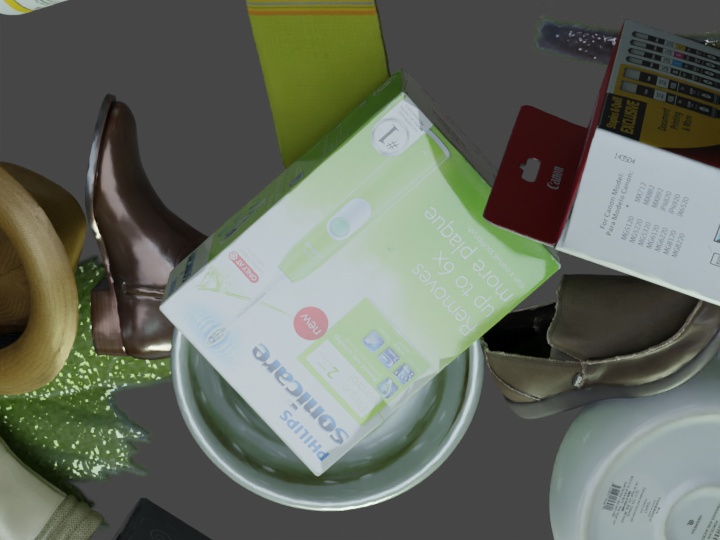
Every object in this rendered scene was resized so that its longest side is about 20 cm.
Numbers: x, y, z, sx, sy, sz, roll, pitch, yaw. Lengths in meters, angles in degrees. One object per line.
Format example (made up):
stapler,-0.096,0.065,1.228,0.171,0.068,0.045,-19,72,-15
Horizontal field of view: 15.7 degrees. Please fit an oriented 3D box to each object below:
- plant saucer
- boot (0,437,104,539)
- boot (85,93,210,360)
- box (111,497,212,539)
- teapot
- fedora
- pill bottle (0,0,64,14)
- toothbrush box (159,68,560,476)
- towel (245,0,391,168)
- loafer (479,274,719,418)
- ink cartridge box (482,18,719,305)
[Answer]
plant saucer,-0.020,0.053,1.676,0.199,0.050,0.201,0,104,1
boot,-0.287,0.199,1.840,0.155,0.073,0.200,38,110,-3
boot,-0.076,-0.024,1.709,0.199,0.064,0.187,2,113,7
box,-0.162,0.282,1.832,0.122,0.106,0.200,32,115,-4
teapot,0.205,0.136,1.671,0.200,0.146,0.198,-26,110,4
fedora,-0.241,-0.016,1.716,0.200,0.082,0.201,23,130,30
pill bottle,-0.187,-0.223,1.612,0.199,0.112,0.113,-15,110,17
toothbrush box,0.000,0.000,1.593,0.200,0.086,0.146,-40,101,11
towel,-0.025,-0.144,1.636,0.086,0.018,0.200,2,133,16
loafer,0.146,0.037,1.591,0.200,0.073,0.071,-25,124,41
ink cartridge box,0.177,-0.071,1.555,0.175,0.200,0.084,18,115,2
